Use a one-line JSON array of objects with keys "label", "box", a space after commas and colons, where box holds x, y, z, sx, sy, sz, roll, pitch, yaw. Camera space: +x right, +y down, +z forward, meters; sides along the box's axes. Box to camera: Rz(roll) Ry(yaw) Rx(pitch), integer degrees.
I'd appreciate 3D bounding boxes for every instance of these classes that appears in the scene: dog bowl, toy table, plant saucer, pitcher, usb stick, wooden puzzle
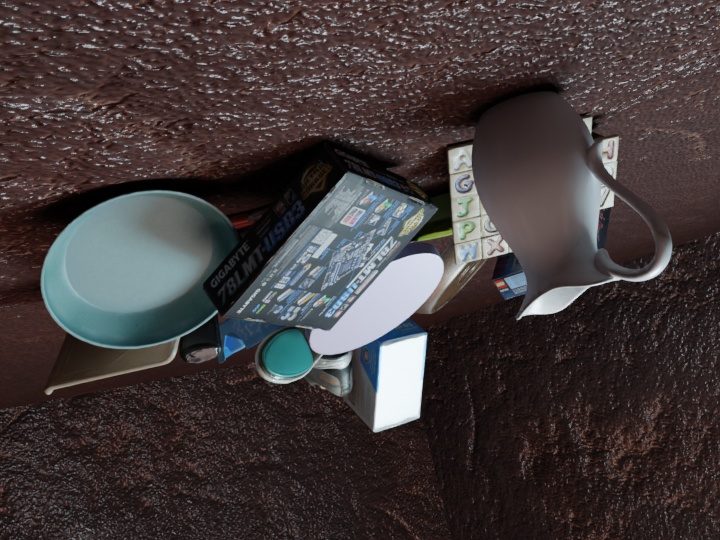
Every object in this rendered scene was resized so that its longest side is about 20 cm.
[{"label": "dog bowl", "box": [-0.146, 0.071, 1.236, 0.111, 0.050, 0.200, -32, -178, -36]}, {"label": "toy table", "box": [0.000, 0.000, 1.103, 0.199, 0.118, 0.184, -31, 144, 11]}, {"label": "plant saucer", "box": [0.129, -0.078, 1.282, 0.198, 0.031, 0.200, -14, 171, -2]}, {"label": "plant saucer", "box": [-0.217, -0.006, 0.877, 0.198, 0.036, 0.201, -16, 135, -16]}, {"label": "pitcher", "box": [0.196, -0.071, 0.836, 0.171, 0.202, 0.121, -21, 169, 40]}, {"label": "usb stick", "box": [-0.222, 0.059, 1.199, 0.055, 0.033, 0.201, -14, -148, -5]}, {"label": "plant saucer", "box": [0.138, -0.010, 1.204, 0.200, 0.034, 0.200, -44, 168, -12]}, {"label": "wooden puzzle", "box": [-0.311, 0.078, 1.169, 0.198, 0.037, 0.186, -17, -144, 14]}]

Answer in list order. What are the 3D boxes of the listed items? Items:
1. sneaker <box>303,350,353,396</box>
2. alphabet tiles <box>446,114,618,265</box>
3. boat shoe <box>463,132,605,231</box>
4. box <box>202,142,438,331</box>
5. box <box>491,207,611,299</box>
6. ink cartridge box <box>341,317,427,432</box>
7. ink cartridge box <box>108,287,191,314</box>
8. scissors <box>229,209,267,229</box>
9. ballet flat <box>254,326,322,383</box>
[{"label": "sneaker", "box": [-0.074, 0.125, 1.263, 0.073, 0.080, 0.200, -20, -158, -25]}, {"label": "alphabet tiles", "box": [0.199, -0.092, 1.009, 0.198, 0.008, 0.168, -13, 131, -4]}, {"label": "boat shoe", "box": [0.200, -0.117, 1.050, 0.198, 0.073, 0.068, -21, -161, 5]}, {"label": "box", "box": [-0.036, -0.025, 0.924, 0.200, 0.050, 0.198, -48, 154, 18]}, {"label": "box", "box": [0.252, -0.061, 1.135, 0.136, 0.038, 0.201, -21, -148, 37]}, {"label": "ink cartridge box", "box": [0.005, 0.113, 1.275, 0.084, 0.146, 0.200, -12, -150, -29]}, {"label": "ink cartridge box", "box": [-0.264, 0.011, 1.032, 0.115, 0.069, 0.200, -11, -179, -14]}, {"label": "scissors", "box": [-0.125, -0.063, 1.029, 0.198, 0.014, 0.073, -16, 171, 1]}, {"label": "ballet flat", "box": [-0.085, 0.099, 1.147, 0.069, 0.070, 0.200, -20, -171, 36]}]
